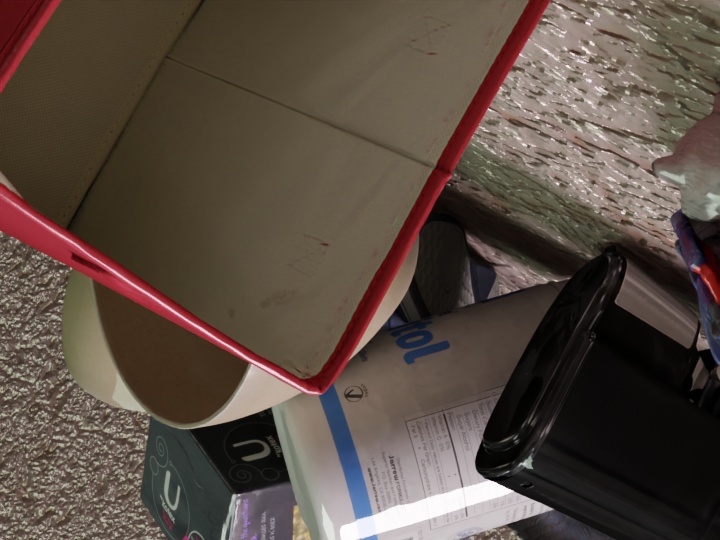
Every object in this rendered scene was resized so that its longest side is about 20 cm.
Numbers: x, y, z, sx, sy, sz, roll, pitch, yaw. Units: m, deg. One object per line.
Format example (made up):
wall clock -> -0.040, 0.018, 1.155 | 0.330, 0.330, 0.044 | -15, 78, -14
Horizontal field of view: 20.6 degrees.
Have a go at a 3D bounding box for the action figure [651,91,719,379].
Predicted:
action figure -> 0.183, 0.004, 0.728 | 0.193, 0.105, 0.200 | 39, -164, -19

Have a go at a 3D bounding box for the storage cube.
storage cube -> -0.077, -0.091, 0.624 | 0.180, 0.171, 0.200 | 24, 172, 39

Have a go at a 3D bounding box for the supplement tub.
supplement tub -> 0.056, 0.090, 1.167 | 0.132, 0.200, 0.132 | 163, 90, -82

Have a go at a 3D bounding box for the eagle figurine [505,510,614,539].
eagle figurine -> 0.201, 0.123, 1.267 | 0.152, 0.151, 0.200 | 11, 171, -29

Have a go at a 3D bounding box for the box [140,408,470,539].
box -> -0.029, 0.128, 1.310 | 0.200, 0.106, 0.122 | -11, -141, -29

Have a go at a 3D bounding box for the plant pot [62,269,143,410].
plant pot -> -0.174, 0.008, 1.768 | 0.200, 0.200, 0.135 | 25, 137, 31

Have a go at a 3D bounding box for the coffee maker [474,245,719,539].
coffee maker -> 0.169, 0.113, 1.036 | 0.200, 0.192, 0.135 | 28, 145, -6

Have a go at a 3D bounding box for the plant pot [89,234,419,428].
plant pot -> -0.048, -0.018, 1.100 | 0.134, 0.201, 0.200 | -3, -166, -35

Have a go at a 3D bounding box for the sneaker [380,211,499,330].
sneaker -> 0.000, 0.002, 1.275 | 0.146, 0.077, 0.202 | 11, 169, 16
